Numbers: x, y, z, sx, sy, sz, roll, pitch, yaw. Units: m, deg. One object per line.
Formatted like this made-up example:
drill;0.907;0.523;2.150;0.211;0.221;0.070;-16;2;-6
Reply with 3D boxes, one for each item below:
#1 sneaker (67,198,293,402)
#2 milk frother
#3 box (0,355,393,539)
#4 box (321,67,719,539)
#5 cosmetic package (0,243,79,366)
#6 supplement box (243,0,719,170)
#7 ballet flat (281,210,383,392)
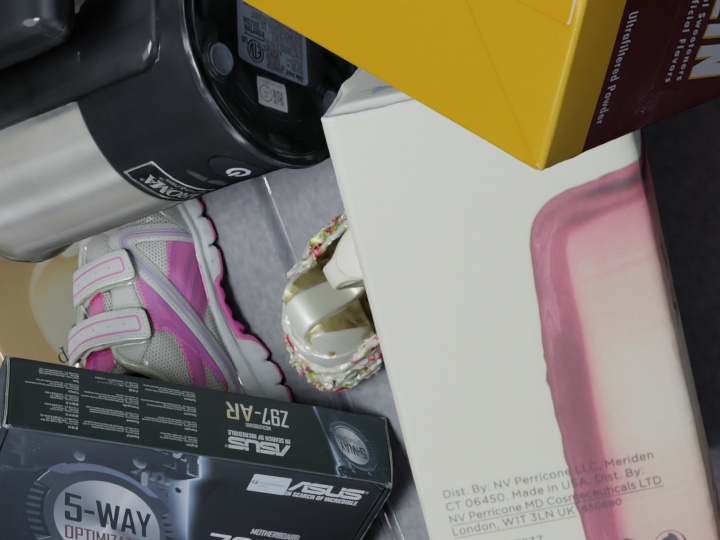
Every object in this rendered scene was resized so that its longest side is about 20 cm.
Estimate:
sneaker;-0.116;0.025;0.935;0.081;0.088;0.201;-40;77;47
milk frother;-0.121;-0.132;0.833;0.187;0.180;0.201;-16;52;36
box;-0.103;0.124;0.895;0.044;0.198;0.161;-97;27;-42
box;0.067;0.012;0.678;0.108;0.128;0.202;-11;104;10
cosmetic package;-0.177;0.047;0.999;0.071;0.105;0.201;-31;86;48
supplement box;0.062;-0.156;0.584;0.197;0.199;0.134;33;128;32
ballet flat;0.000;0.000;0.822;0.076;0.064;0.200;54;138;15
